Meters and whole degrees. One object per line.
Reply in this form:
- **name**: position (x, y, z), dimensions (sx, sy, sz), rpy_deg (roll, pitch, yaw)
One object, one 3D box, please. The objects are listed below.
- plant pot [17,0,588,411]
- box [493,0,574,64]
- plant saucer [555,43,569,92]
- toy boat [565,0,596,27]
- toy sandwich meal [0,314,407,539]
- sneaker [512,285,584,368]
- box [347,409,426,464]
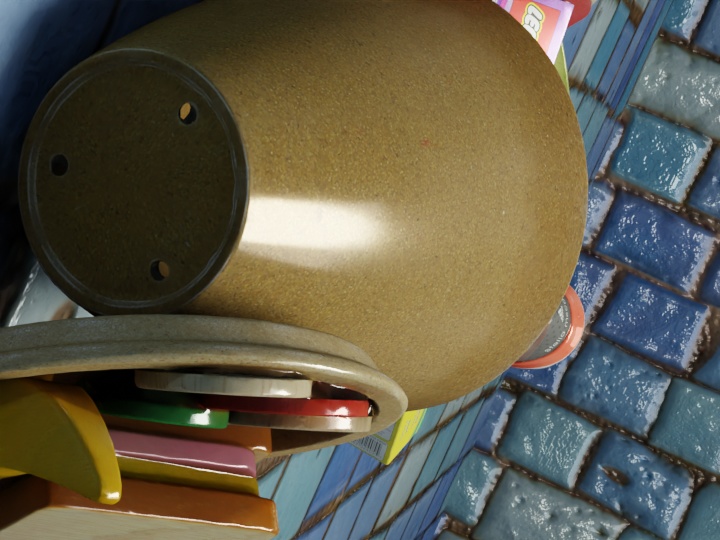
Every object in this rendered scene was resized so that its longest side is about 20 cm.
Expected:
- **plant pot**: position (-0.035, -0.033, 0.777), dimensions (0.200, 0.186, 0.187), rpy_deg (-1, 116, -64)
- **box**: position (0.003, -0.051, 0.944), dimensions (0.039, 0.137, 0.200), rpy_deg (30, -78, 62)
- **plant saucer**: position (0.086, -0.097, 1.242), dimensions (0.200, 0.031, 0.200), rpy_deg (-2, 90, -69)
- **toy boat**: position (0.051, -0.172, 1.062), dimensions (0.131, 0.131, 0.200), rpy_deg (-35, 172, 7)
- **toy sandwich meal**: position (-0.080, 0.070, 0.719), dimensions (0.205, 0.205, 0.070), rpy_deg (77, 10, -74)
- **sneaker**: position (0.033, 0.026, 1.264), dimensions (0.082, 0.200, 0.077), rpy_deg (13, 71, -60)
- **box**: position (0.000, 0.000, 1.135), dimensions (0.048, 0.117, 0.200), rpy_deg (-45, 159, -47)
